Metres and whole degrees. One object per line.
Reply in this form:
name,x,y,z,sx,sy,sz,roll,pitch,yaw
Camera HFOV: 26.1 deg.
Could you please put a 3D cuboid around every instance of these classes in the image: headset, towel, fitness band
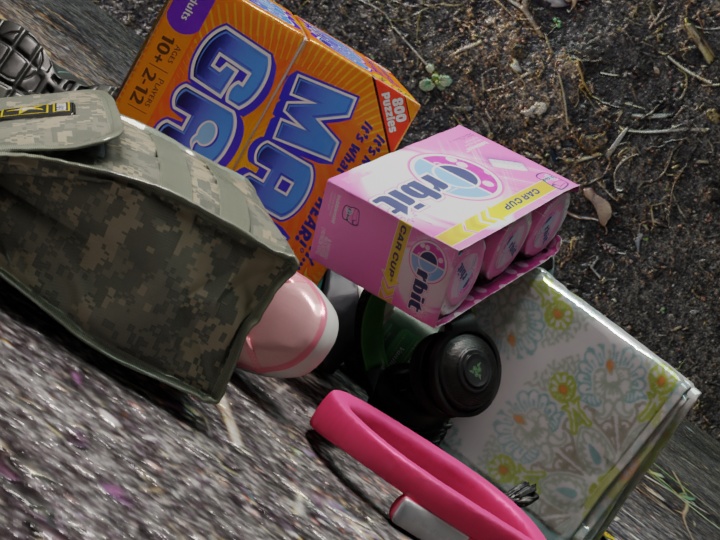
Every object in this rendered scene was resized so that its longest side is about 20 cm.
headset,0.065,0.089,1.167,0.093,0.123,0.201,-7,67,-36
towel,0.140,0.103,1.212,0.199,0.172,0.048,38,9,18
fitness band,0.052,0.146,1.030,0.199,0.038,0.144,35,6,-22

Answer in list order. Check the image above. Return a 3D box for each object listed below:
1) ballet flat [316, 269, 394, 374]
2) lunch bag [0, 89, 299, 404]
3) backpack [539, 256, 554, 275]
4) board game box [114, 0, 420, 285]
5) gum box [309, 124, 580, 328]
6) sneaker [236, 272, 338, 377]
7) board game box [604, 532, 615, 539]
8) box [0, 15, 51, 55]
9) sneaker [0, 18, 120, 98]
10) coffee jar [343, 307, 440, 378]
ballet flat,0.000,0.000,1.279,0.073,0.073,0.201,33,38,-24
lunch bag,-0.152,-0.034,0.891,0.199,0.118,0.164,28,8,-19
backpack,0.089,0.027,1.532,0.177,0.150,0.201,39,-32,28
board game box,-0.097,-0.109,1.239,0.199,0.201,0.200,28,10,-12
gum box,0.068,-0.039,1.151,0.113,0.067,0.200,29,31,24
sneaker,-0.110,0.002,1.028,0.200,0.076,0.105,31,-3,37
board game box,0.154,0.176,1.442,0.200,0.030,0.095,43,9,35
box,-0.430,-0.282,1.663,0.163,0.021,0.200,37,5,8
sneaker,-0.278,-0.149,1.367,0.199,0.076,0.079,32,-20,-4
coffee jar,0.087,0.103,1.318,0.199,0.086,0.104,37,9,15
